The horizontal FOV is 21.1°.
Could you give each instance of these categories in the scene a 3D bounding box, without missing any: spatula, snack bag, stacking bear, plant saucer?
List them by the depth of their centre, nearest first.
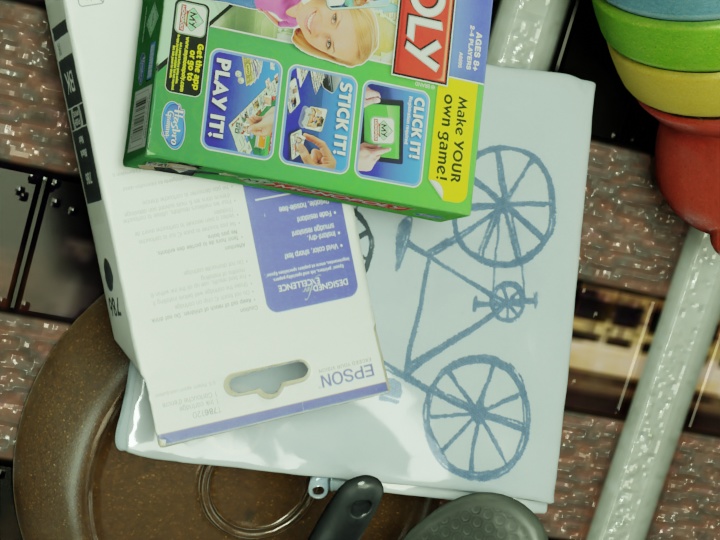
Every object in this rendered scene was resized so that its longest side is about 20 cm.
[{"bbox_3d":[0.000,0.000,0.796,0.200,0.021,0.189,7,86,-20],"label":"snack bag"},{"bbox_3d":[0.155,-0.103,0.801,0.114,0.121,0.200,-4,123,13],"label":"stacking bear"},{"bbox_3d":[-0.030,0.154,0.819,0.056,0.021,0.200,4,129,-24],"label":"spatula"},{"bbox_3d":[-0.047,0.085,0.829,0.200,0.034,0.200,-7,110,-19],"label":"plant saucer"}]

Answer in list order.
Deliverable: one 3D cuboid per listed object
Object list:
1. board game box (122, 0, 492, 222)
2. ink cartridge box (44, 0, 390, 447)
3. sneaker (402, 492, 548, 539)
[{"bbox_3d":[-0.012,-0.128,0.732,0.134,0.029,0.200,9,82,-24],"label":"board game box"},{"bbox_3d":[-0.057,-0.039,0.745,0.099,0.039,0.200,-11,91,-21],"label":"ink cartridge box"},{"bbox_3d":[0.036,0.176,0.847,0.108,0.067,0.201,-7,126,-62],"label":"sneaker"}]
